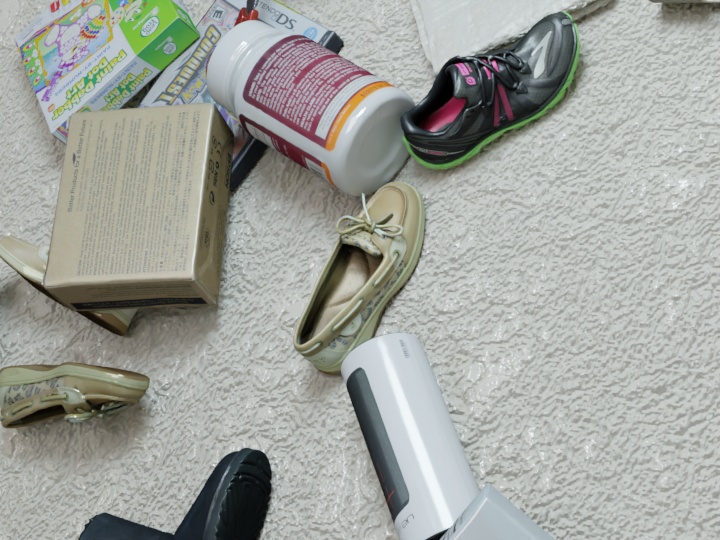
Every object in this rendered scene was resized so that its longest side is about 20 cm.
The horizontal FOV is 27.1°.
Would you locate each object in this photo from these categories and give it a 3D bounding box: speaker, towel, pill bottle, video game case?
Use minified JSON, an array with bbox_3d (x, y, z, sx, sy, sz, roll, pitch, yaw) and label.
[{"bbox_3d":[0.049,0.156,1.298,0.081,0.081,0.200,-30,55,15],"label":"speaker"},{"bbox_3d":[0.146,-0.275,1.482,0.200,0.034,0.133,-24,58,18],"label":"towel"},{"bbox_3d":[-0.051,-0.166,1.481,0.200,0.114,0.114,33,86,30],"label":"pill bottle"},{"bbox_3d":[-0.138,-0.206,1.622,0.181,0.025,0.200,34,87,38],"label":"video game case"}]

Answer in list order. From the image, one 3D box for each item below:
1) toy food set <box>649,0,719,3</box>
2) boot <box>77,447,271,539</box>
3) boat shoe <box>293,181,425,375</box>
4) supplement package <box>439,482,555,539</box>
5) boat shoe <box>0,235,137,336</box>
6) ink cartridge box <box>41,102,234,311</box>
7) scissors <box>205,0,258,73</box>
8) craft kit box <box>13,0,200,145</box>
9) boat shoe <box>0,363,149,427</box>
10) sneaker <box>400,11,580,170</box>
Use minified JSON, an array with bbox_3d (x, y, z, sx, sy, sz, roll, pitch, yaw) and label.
[{"bbox_3d":[0.349,-0.334,1.370,0.143,0.060,0.201,5,69,32],"label":"toy food set"},{"bbox_3d":[-0.185,0.247,1.394,0.168,0.076,0.201,11,79,30],"label":"boot"},{"bbox_3d":[0.000,0.000,1.414,0.073,0.063,0.200,13,74,36],"label":"boat shoe"},{"bbox_3d":[0.090,0.289,1.131,0.152,0.151,0.200,40,90,7],"label":"supplement package"},{"bbox_3d":[-0.310,0.001,1.598,0.200,0.072,0.065,25,76,31],"label":"boat shoe"},{"bbox_3d":[-0.223,-0.064,1.524,0.164,0.075,0.201,-2,67,16],"label":"ink cartridge box"},{"bbox_3d":[-0.111,-0.277,1.583,0.073,0.014,0.200,37,106,45],"label":"scissors"},{"bbox_3d":[-0.297,-0.268,1.723,0.200,0.048,0.198,-41,50,11],"label":"craft kit box"},{"bbox_3d":[-0.292,0.130,1.519,0.200,0.073,0.063,-5,75,41],"label":"boat shoe"},{"bbox_3d":[0.123,-0.172,1.411,0.200,0.084,0.077,-39,55,9],"label":"sneaker"}]
